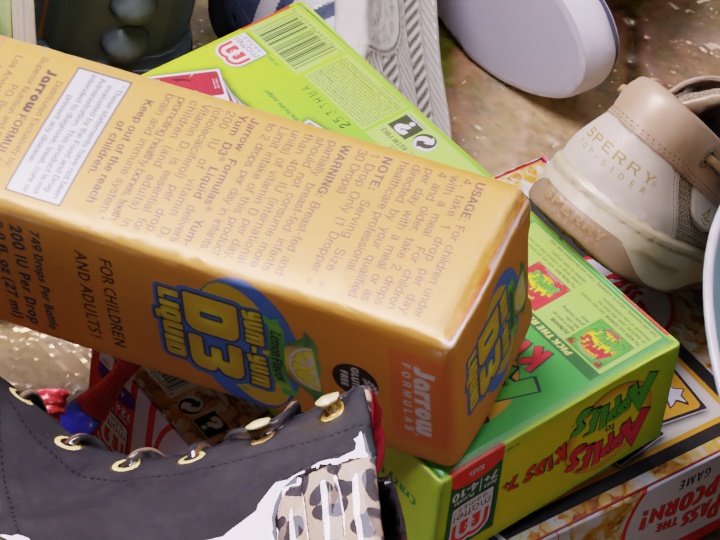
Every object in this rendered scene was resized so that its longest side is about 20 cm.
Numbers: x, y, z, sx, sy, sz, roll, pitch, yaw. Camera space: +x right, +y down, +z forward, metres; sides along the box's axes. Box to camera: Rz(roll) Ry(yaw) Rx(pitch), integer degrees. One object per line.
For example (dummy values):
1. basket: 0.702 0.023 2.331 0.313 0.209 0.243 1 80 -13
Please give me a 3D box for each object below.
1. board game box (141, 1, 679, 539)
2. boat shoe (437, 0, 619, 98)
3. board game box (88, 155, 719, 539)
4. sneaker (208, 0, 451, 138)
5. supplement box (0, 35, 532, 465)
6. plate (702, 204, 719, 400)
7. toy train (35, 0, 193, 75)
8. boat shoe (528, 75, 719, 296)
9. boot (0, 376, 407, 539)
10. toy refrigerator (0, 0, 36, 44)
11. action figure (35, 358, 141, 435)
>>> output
1. board game box: 0.000 0.000 0.949 0.101 0.048 0.200 -28 54 -28
2. boat shoe: 0.051 -0.143 1.178 0.070 0.071 0.200 -23 45 -28
3. board game box: 0.030 0.050 0.977 0.199 0.046 0.152 -22 51 -30
4. sneaker: -0.018 -0.078 1.100 0.084 0.075 0.201 -17 53 27
5. supplement box: -0.049 -0.009 0.879 0.199 0.067 0.069 15 54 16
6. plate: 0.176 0.056 0.957 0.199 0.026 0.201 26 48 -33
7. toy train: -0.091 -0.133 1.037 0.085 0.200 0.115 -5 59 -20
8. boat shoe: 0.124 -0.030 1.007 0.071 0.065 0.200 39 13 16
9. boot: -0.066 0.061 0.809 0.150 0.073 0.201 -13 50 4
10. toy refrigerator: -0.154 -0.092 0.971 0.075 0.201 0.070 -12 29 -24
11. action figure: -0.085 0.077 0.889 0.065 0.099 0.200 21 25 -46
